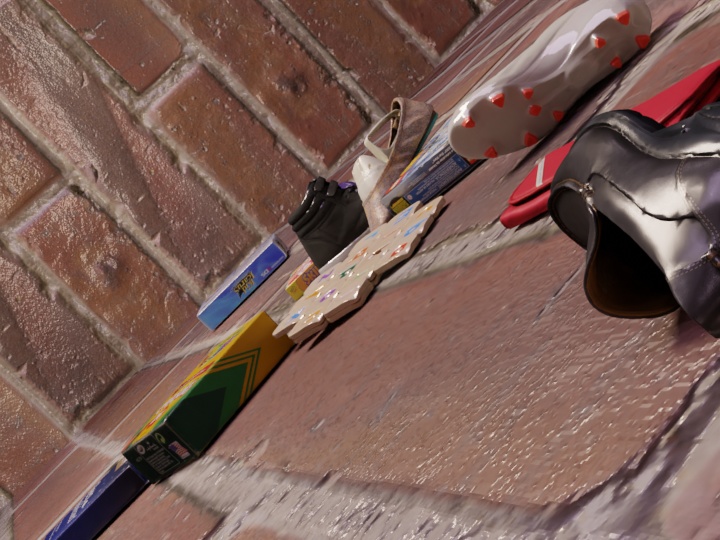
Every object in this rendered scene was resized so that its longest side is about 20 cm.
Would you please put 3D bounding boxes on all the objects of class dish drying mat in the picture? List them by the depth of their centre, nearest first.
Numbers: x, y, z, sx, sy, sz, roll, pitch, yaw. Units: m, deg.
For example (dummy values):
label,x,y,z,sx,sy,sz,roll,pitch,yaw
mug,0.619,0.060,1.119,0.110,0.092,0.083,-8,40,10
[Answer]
label,x,y,z,sx,sy,sz,roll,pitch,yaw
dish drying mat,0.156,-0.079,0.763,0.077,0.018,0.200,-47,7,-25

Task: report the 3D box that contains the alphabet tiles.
label,x,y,z,sx,sy,sz,roll,pitch,yaw
alphabet tiles,0.000,0.000,1.199,0.196,0.015,0.200,-33,12,35

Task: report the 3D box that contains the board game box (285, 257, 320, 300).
label,x,y,z,sx,sy,sz,roll,pitch,yaw
board game box,-0.017,-0.045,1.570,0.200,0.030,0.096,-41,8,8

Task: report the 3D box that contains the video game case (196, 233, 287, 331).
label,x,y,z,sx,sy,sz,roll,pitch,yaw
video game case,-0.222,0.019,2.313,0.200,0.045,0.181,-44,8,3

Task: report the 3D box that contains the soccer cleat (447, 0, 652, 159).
label,x,y,z,sx,sy,sz,roll,pitch,yaw
soccer cleat,0.160,-0.167,1.041,0.200,0.069,0.078,-36,27,12

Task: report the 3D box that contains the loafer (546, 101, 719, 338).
label,x,y,z,sx,sy,sz,roll,pitch,yaw
loafer,0.108,-0.017,0.466,0.072,0.073,0.200,-50,6,-5

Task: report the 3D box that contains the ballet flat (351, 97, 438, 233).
label,x,y,z,sx,sy,sz,roll,pitch,yaw
ballet flat,0.029,-0.123,1.404,0.068,0.067,0.200,-54,11,54

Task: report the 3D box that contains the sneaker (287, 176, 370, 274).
label,x,y,z,sx,sy,sz,roll,pitch,yaw
sneaker,-0.004,-0.093,1.464,0.200,0.099,0.071,-43,5,6

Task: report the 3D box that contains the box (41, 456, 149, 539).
label,x,y,z,sx,sy,sz,roll,pitch,yaw
box,-0.285,0.258,1.321,0.200,0.032,0.121,-44,6,-4

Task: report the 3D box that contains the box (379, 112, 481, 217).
label,x,y,z,sx,sy,sz,roll,pitch,yaw
box,0.112,-0.145,1.332,0.137,0.040,0.200,-38,10,41

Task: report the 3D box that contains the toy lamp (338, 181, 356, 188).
label,x,y,z,sx,sy,sz,roll,pitch,yaw
toy lamp,-0.030,-0.099,1.842,0.058,0.058,0.200,-46,7,-12

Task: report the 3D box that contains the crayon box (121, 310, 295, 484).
label,x,y,z,sx,sy,sz,roll,pitch,yaw
crayon box,-0.147,0.119,1.246,0.200,0.051,0.127,-49,8,-37

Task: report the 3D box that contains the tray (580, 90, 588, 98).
label,x,y,z,sx,sy,sz,roll,pitch,yaw
tray,0.195,-0.183,1.148,0.107,0.022,0.200,-45,7,5
